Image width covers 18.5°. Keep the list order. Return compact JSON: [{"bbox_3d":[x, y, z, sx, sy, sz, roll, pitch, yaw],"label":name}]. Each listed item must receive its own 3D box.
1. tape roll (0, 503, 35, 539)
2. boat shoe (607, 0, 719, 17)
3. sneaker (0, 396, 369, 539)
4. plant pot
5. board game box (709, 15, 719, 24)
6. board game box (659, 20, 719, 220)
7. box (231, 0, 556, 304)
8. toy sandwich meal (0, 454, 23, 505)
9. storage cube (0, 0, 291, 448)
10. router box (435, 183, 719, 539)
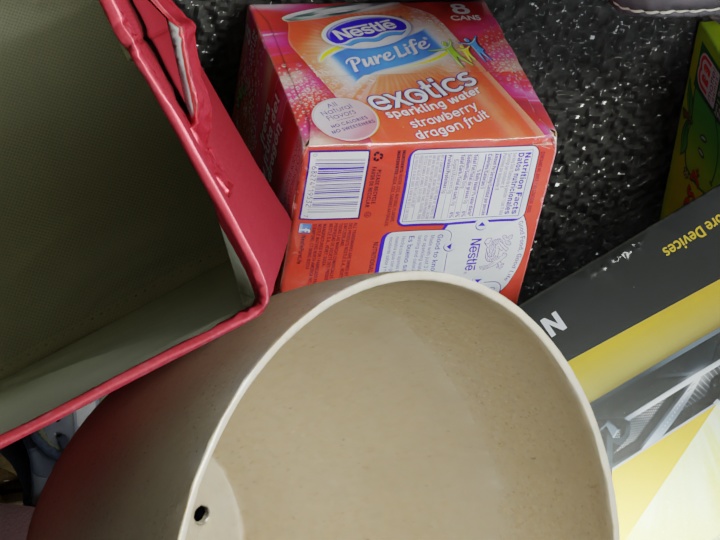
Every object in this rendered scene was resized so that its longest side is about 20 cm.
[{"bbox_3d":[-0.098,0.173,0.856,0.203,0.037,0.203,22,140,20],"label":"tape roll"},{"bbox_3d":[0.170,-0.102,0.729,0.200,0.072,0.065,-13,128,-17],"label":"boat shoe"},{"bbox_3d":[-0.082,0.075,0.836,0.081,0.200,0.074,-34,137,-41],"label":"sneaker"},{"bbox_3d":[-0.030,0.100,0.706,0.134,0.200,0.200,0,152,44],"label":"plant pot"},{"bbox_3d":[0.130,-0.187,0.755,0.200,0.097,0.159,27,117,-36],"label":"board game box"},{"bbox_3d":[0.184,-0.017,0.955,0.102,0.048,0.200,-7,132,-14],"label":"board game box"},{"bbox_3d":[0.000,0.000,0.872,0.100,0.096,0.200,-3,131,-16],"label":"box"},{"bbox_3d":[-0.206,0.151,0.949,0.205,0.070,0.205,-10,132,-11],"label":"toy sandwich meal"},{"bbox_3d":[-0.138,-0.038,0.694,0.200,0.180,0.171,-26,97,5],"label":"storage cube"},{"bbox_3d":[0.126,0.066,0.824,0.200,0.157,0.052,-31,172,-24],"label":"router box"}]
